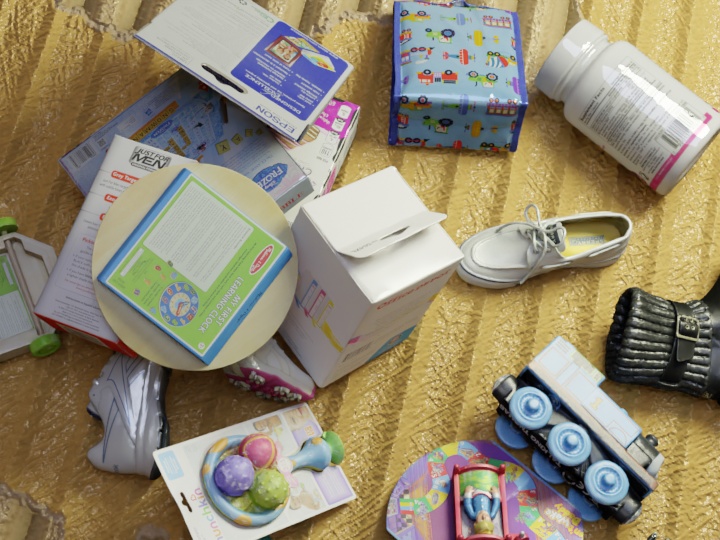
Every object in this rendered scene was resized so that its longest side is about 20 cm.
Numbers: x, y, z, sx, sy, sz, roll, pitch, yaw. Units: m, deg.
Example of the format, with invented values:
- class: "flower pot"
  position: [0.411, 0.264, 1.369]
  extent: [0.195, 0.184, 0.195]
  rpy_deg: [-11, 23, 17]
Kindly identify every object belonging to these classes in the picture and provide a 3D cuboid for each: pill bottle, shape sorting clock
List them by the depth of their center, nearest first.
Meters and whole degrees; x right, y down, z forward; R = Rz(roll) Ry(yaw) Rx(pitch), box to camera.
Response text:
- class: "shape sorting clock"
  position: [-0.159, -0.003, 1.330]
  extent: [0.199, 0.039, 0.201]
  rpy_deg: [1, 83, -7]
- class: "pill bottle"
  position: [0.305, -0.189, 1.571]
  extent: [0.200, 0.113, 0.113]
  rpy_deg: [41, 69, 11]

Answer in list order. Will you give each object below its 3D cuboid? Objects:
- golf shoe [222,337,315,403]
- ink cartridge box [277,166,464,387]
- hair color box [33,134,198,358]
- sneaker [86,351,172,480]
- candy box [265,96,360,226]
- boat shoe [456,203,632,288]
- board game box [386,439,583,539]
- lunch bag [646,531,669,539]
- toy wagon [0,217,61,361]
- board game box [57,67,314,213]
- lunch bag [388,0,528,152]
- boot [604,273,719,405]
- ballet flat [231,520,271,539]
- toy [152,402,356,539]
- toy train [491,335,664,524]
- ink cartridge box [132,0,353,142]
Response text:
- class: "golf shoe"
  position: [-0.119, 0.069, 1.405]
  extent: [0.200, 0.075, 0.092]
  rpy_deg: [32, 63, -30]
- class: "ink cartridge box"
  position: [0.000, 0.000, 1.398]
  extent: [0.128, 0.200, 0.125]
  rpy_deg: [-27, 70, -34]
- class: "hair color box"
  position: [-0.236, -0.025, 1.381]
  extent: [0.101, 0.061, 0.201]
  rpy_deg: [19, 76, 16]
- class: "sneaker"
  position: [-0.237, 0.113, 1.413]
  extent: [0.087, 0.075, 0.201]
  rpy_deg: [1, 66, 1]
- class: "candy box"
  position: [-0.099, -0.113, 1.524]
  extent: [0.136, 0.061, 0.201]
  rpy_deg: [21, 68, 5]
- class: "boat shoe"
  position: [0.205, -0.031, 1.509]
  extent: [0.201, 0.086, 0.075]
  rpy_deg: [-6, 68, -9]
- class: "board game box"
  position: [0.128, 0.243, 1.379]
  extent: [0.158, 0.039, 0.200]
  rpy_deg: [-37, 60, -27]
- class: "lunch bag"
  position: [0.278, 0.374, 1.317]
  extent: [0.167, 0.139, 0.201]
  rpy_deg: [-28, 72, -10]
- class: "toy wagon"
  position: [-0.408, 0.037, 1.443]
  extent: [0.199, 0.040, 0.156]
  rpy_deg: [-20, 71, -13]
- class: "board game box"
  position: [-0.185, -0.100, 1.456]
  extent: [0.200, 0.041, 0.200]
  rpy_deg: [-37, 68, -5]
- class: "lunch bag"
  position: [0.111, -0.246, 1.596]
  extent: [0.150, 0.094, 0.201]
  rpy_deg: [3, 58, -2]
- class: "boot"
  position: [0.359, 0.039, 1.499]
  extent: [0.157, 0.080, 0.212]
  rpy_deg: [16, 67, 1]
- class: "ballet flat"
  position: [-0.123, 0.260, 1.371]
  extent: [0.070, 0.071, 0.201]
  rpy_deg: [-18, 69, -13]
- class: "toy"
  position: [-0.093, 0.195, 1.355]
  extent: [0.199, 0.047, 0.115]
  rpy_deg: [-12, 67, -45]
- class: "toy train"
  position: [0.229, 0.169, 1.431]
  extent: [0.200, 0.087, 0.114]
  rpy_deg: [44, 64, 12]
- class: "ink cartridge box"
  position: [-0.125, -0.218, 1.459]
  extent: [0.197, 0.047, 0.200]
  rpy_deg: [33, 37, -1]
